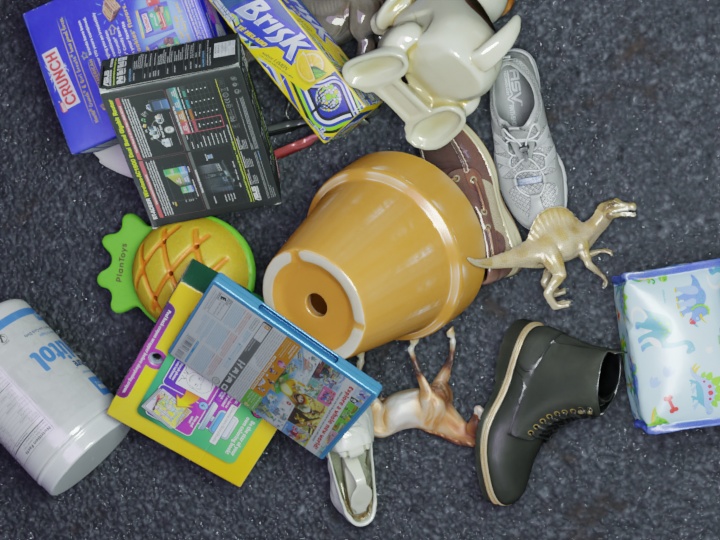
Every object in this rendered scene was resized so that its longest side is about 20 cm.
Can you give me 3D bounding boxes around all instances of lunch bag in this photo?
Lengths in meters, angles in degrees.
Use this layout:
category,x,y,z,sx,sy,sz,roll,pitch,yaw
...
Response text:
category,x,y,z,sx,sy,sz,roll,pitch,yaw
lunch bag,0.372,0.071,1.524,0.199,0.127,0.171,-8,88,1

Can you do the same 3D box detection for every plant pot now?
category,x,y,z,sx,sy,sz,roll,pitch,yaw
plant pot,0.000,0.000,1.539,0.200,0.183,0.201,17,122,29

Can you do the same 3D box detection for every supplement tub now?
category,x,y,z,sx,sy,sz,roll,pitch,yaw
supplement tub,-0.373,0.143,1.705,0.200,0.132,0.132,45,102,7

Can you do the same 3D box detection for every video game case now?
category,x,y,z,sx,sy,sz,roll,pitch,yaw
video game case,-0.090,0.100,1.517,0.200,0.018,0.143,35,137,-2

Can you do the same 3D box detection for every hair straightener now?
category,x,y,z,sx,sy,sz,roll,pitch,yaw
hair straightener,-0.064,-0.176,1.656,0.199,0.041,0.077,-20,87,19

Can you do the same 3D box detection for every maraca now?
category,x,y,z,sx,sy,sz,roll,pitch,yaw
maraca,-0.208,0.002,1.670,0.199,0.107,0.138,9,88,22

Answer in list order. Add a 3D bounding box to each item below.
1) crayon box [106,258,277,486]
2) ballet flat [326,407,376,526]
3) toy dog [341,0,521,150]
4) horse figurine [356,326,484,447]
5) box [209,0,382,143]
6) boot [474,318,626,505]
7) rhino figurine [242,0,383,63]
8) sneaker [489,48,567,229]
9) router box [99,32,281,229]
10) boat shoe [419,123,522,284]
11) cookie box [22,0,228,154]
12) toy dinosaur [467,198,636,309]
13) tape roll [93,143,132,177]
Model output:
category,x,y,z,sx,sy,sz,roll,pitch,yaw
crayon box,-0.156,0.114,1.616,0.172,0.058,0.200,29,118,-7
ballet flat,-0.009,0.197,1.605,0.069,0.070,0.200,2,126,14
toy dog,0.090,-0.263,1.548,0.139,0.200,0.194,34,141,-20
horse figurine,0.039,0.138,1.638,0.199,0.050,0.133,-9,103,9
box,-0.068,-0.235,1.583,0.064,0.070,0.200,-40,87,20
boot,0.200,0.161,1.559,0.138,0.077,0.201,13,98,45
rhino figurine,-0.061,-0.265,1.644,0.199,0.060,0.088,-1,96,16
sneaker,0.167,-0.137,1.579,0.075,0.082,0.201,-15,91,15
router box,-0.178,-0.146,1.585,0.149,0.062,0.200,-11,134,4
boat shoe,0.106,-0.078,1.593,0.072,0.072,0.201,-23,91,45
cookie box,-0.250,-0.242,1.646,0.199,0.075,0.172,-19,89,13
toy dinosaur,0.201,-0.015,1.573,0.199,0.058,0.101,-21,106,-14
tape roll,-0.235,-0.202,1.702,0.202,0.037,0.204,1,92,13
